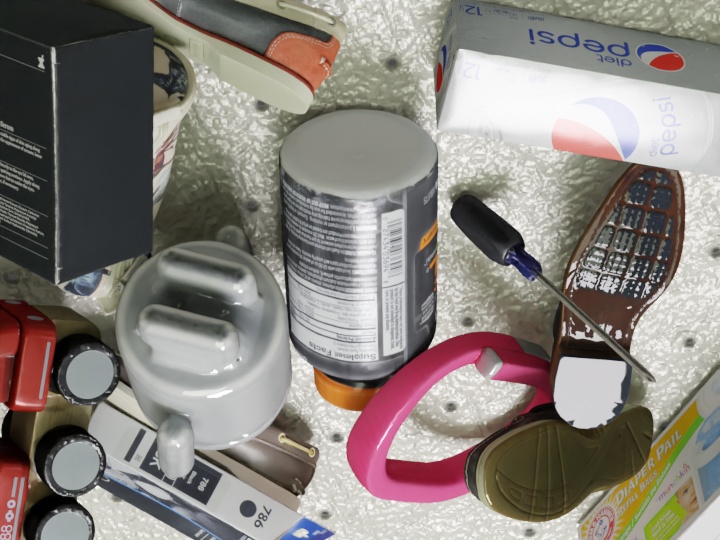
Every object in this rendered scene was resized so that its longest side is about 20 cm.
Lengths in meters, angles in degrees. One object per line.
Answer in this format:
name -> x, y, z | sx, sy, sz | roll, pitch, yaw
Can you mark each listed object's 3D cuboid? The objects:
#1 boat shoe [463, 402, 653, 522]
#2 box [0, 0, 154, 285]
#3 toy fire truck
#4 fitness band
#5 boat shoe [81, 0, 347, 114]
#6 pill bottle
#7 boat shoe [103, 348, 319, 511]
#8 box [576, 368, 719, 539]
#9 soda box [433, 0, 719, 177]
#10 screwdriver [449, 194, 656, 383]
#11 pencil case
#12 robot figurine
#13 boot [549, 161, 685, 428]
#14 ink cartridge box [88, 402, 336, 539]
boat shoe -> 0.133, 0.132, 1.281 | 0.066, 0.200, 0.072 | 9, 103, 42
box -> -0.213, -0.095, 1.060 | 0.200, 0.079, 0.142 | 24, 123, 38
toy fire truck -> -0.287, 0.106, 1.225 | 0.199, 0.129, 0.177 | 5, 100, -31
fitness band -> 0.071, 0.109, 1.284 | 0.144, 0.037, 0.200 | -50, 149, 16
boat shoe -> -0.106, -0.170, 1.113 | 0.199, 0.063, 0.071 | 28, 167, -1
pill bottle -> 0.000, 0.000, 1.216 | 0.106, 0.106, 0.201 | -1, 127, 0
boat shoe -> -0.117, 0.110, 1.328 | 0.200, 0.060, 0.072 | 35, 160, -20
box -> 0.263, 0.191, 1.355 | 0.101, 0.113, 0.200 | 23, 124, -18
soda box -> 0.149, -0.117, 1.152 | 0.199, 0.068, 0.064 | 9, 127, -7
screwdriver -> 0.128, 0.014, 1.190 | 0.028, 0.200, 0.029 | -37, 150, -12
pencil case -> -0.158, -0.063, 1.154 | 0.078, 0.089, 0.200 | -28, 156, -33
robot figurine -> -0.103, 0.053, 1.208 | 0.113, 0.170, 0.200 | 17, 158, 7
boot -> 0.168, 0.000, 1.237 | 0.074, 0.097, 0.201 | 12, 114, -9
ink cartridge box -> -0.122, 0.170, 1.332 | 0.200, 0.039, 0.099 | 29, 157, -5
